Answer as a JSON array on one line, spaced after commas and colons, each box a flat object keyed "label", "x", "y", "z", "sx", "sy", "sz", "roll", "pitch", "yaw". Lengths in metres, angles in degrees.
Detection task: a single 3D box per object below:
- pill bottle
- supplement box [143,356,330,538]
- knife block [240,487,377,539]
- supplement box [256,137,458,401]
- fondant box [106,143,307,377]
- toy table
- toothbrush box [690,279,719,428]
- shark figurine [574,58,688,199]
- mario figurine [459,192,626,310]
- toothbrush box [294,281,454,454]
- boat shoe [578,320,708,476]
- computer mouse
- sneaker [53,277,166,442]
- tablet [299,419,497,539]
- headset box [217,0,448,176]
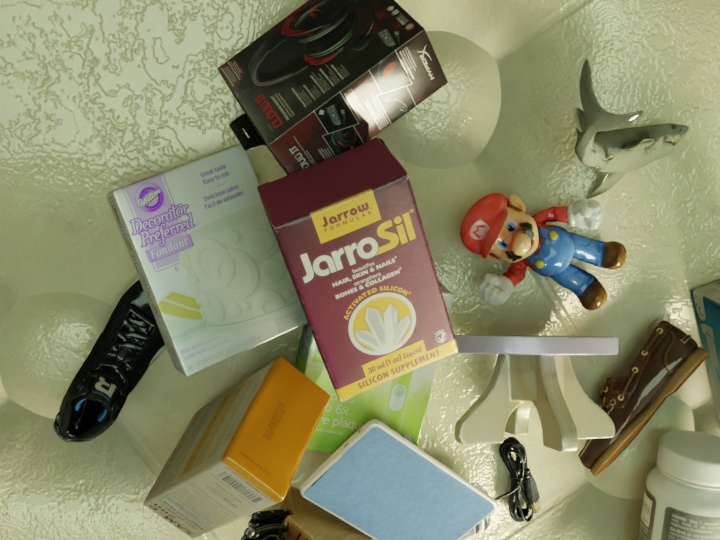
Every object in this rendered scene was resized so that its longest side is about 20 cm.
[{"label": "pill bottle", "x": 0.400, "y": 0.307, "z": 1.033, "sx": 0.112, "sy": 0.114, "sz": 0.202, "roll": 2, "pitch": 103, "yaw": -8}, {"label": "supplement box", "x": -0.129, "y": 0.187, "z": 0.873, "sx": 0.073, "sy": 0.127, "sz": 0.200, "roll": 39, "pitch": 138, "yaw": -14}, {"label": "knife block", "x": -0.044, "y": 0.322, "z": 0.941, "sx": 0.198, "sy": 0.176, "sz": 0.064, "roll": 24, "pitch": 100, "yaw": -13}, {"label": "supplement box", "x": 0.000, "y": 0.000, "z": 0.801, "sx": 0.130, "sy": 0.103, "sz": 0.201, "roll": -22, "pitch": 120, "yaw": -4}, {"label": "fondant box", "x": -0.157, "y": -0.012, "z": 0.882, "sx": 0.143, "sy": 0.058, "sz": 0.202, "roll": -23, "pitch": 99, "yaw": -20}, {"label": "toy table", "x": 0.190, "y": 0.130, "z": 0.943, "sx": 0.197, "sy": 0.184, "sz": 0.119, "roll": 0, "pitch": 86, "yaw": 1}, {"label": "toothbrush box", "x": 0.473, "y": 0.118, "z": 0.983, "sx": 0.084, "sy": 0.146, "sz": 0.202, "roll": -18, "pitch": 104, "yaw": -3}, {"label": "shark figurine", "x": 0.257, "y": -0.151, "z": 0.916, "sx": 0.128, "sy": 0.213, "sz": 0.090, "roll": -38, "pitch": 65, "yaw": 30}, {"label": "mario figurine", "x": 0.200, "y": -0.018, "z": 0.931, "sx": 0.198, "sy": 0.106, "sz": 0.125, "roll": 19, "pitch": 65, "yaw": -20}, {"label": "toothbrush box", "x": 0.005, "y": 0.099, "z": 0.944, "sx": 0.144, "sy": 0.086, "sz": 0.202, "roll": 11, "pitch": 100, "yaw": -11}, {"label": "boat shoe", "x": 0.325, "y": 0.152, "z": 1.017, "sx": 0.070, "sy": 0.070, "sz": 0.200, "roll": 41, "pitch": 92, "yaw": 23}, {"label": "computer mouse", "x": 0.120, "y": 0.288, "z": 1.027, "sx": 0.198, "sy": 0.044, "sz": 0.111, "roll": -23, "pitch": 111, "yaw": -8}, {"label": "sneaker", "x": -0.250, "y": 0.097, "z": 0.893, "sx": 0.073, "sy": 0.112, "sz": 0.201, "roll": 31, "pitch": 97, "yaw": -14}, {"label": "tablet", "x": 0.045, "y": 0.253, "z": 0.949, "sx": 0.199, "sy": 0.014, "sz": 0.130, "roll": 37, "pitch": 110, "yaw": -23}, {"label": "headset box", "x": -0.039, "y": -0.185, "z": 0.833, "sx": 0.199, "sy": 0.149, "sz": 0.075, "roll": -35, "pitch": 140, "yaw": 2}]
